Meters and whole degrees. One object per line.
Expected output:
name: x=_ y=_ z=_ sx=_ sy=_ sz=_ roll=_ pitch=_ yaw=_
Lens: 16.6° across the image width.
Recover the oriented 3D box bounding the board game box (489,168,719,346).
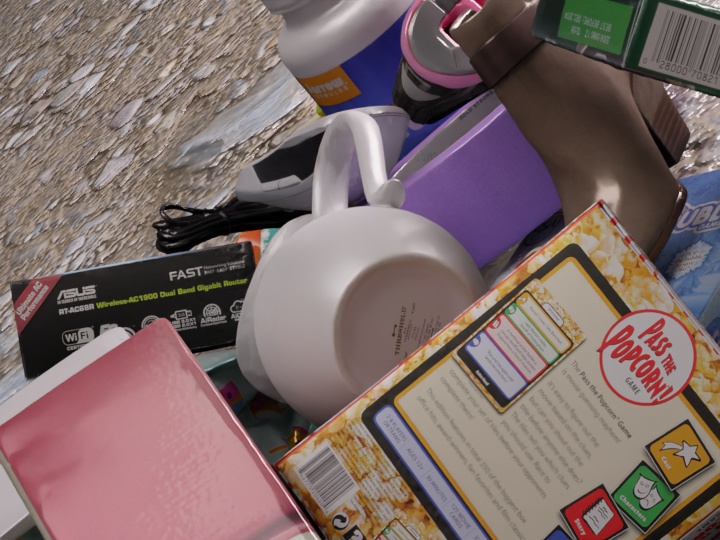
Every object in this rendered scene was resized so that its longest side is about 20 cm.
board game box: x=0.128 y=0.033 z=1.300 sx=0.200 sy=0.043 sz=0.199 roll=-14 pitch=33 yaw=50

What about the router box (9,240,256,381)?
router box: x=-0.139 y=0.027 z=1.565 sx=0.149 sy=0.062 sz=0.200 roll=-9 pitch=-1 yaw=-5

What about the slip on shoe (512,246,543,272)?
slip on shoe: x=0.061 y=0.081 z=1.204 sx=0.074 sy=0.061 sz=0.201 roll=16 pitch=83 yaw=58

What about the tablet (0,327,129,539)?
tablet: x=-0.167 y=0.089 z=1.345 sx=0.130 sy=0.014 sz=0.200 roll=-36 pitch=17 yaw=-6

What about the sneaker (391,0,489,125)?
sneaker: x=0.088 y=-0.156 z=1.517 sx=0.200 sy=0.079 sz=0.096 roll=-37 pitch=-17 yaw=-32

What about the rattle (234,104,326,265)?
rattle: x=-0.051 y=-0.098 z=1.733 sx=0.200 sy=0.143 sz=0.130 roll=-41 pitch=39 yaw=-16

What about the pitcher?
pitcher: x=0.000 y=0.000 z=1.321 sx=0.200 sy=0.121 sz=0.172 roll=-165 pitch=82 yaw=-74

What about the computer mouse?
computer mouse: x=-0.038 y=-0.050 z=1.517 sx=0.109 sy=0.044 sz=0.200 roll=-6 pitch=-13 yaw=-34

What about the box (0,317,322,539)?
box: x=-0.074 y=0.143 z=1.176 sx=0.109 sy=0.128 sz=0.200 roll=-34 pitch=47 yaw=-6

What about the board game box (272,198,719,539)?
board game box: x=0.082 y=0.089 z=1.139 sx=0.200 sy=0.152 sz=0.046 roll=-39 pitch=-21 yaw=6

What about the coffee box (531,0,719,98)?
coffee box: x=0.201 y=-0.105 z=1.251 sx=0.123 sy=0.199 sz=0.044 roll=-145 pitch=69 yaw=-67

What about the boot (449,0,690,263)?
boot: x=0.105 y=-0.081 z=1.297 sx=0.070 sy=0.146 sz=0.200 roll=-36 pitch=17 yaw=32

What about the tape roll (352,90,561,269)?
tape roll: x=0.085 y=-0.067 z=1.467 sx=0.200 sy=0.066 sz=0.200 roll=-39 pitch=7 yaw=6

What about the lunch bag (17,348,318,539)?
lunch bag: x=-0.125 y=0.114 z=1.457 sx=0.170 sy=0.122 sz=0.200 roll=-17 pitch=14 yaw=47

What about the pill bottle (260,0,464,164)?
pill bottle: x=0.017 y=-0.139 z=1.602 sx=0.112 sy=0.200 sz=0.112 roll=-35 pitch=22 yaw=16

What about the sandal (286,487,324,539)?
sandal: x=-0.051 y=0.198 z=1.252 sx=0.048 sy=0.075 sz=0.201 roll=-22 pitch=38 yaw=44

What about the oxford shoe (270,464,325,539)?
oxford shoe: x=-0.079 y=0.200 z=1.327 sx=0.200 sy=0.071 sz=0.071 roll=-54 pitch=-3 yaw=-29
